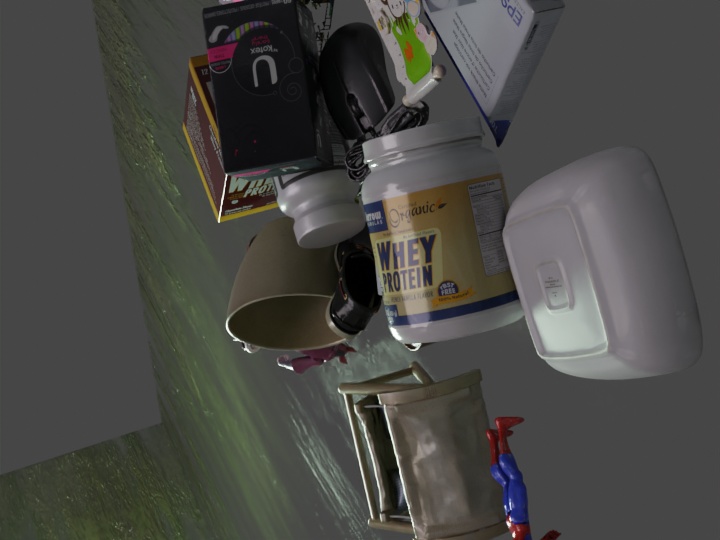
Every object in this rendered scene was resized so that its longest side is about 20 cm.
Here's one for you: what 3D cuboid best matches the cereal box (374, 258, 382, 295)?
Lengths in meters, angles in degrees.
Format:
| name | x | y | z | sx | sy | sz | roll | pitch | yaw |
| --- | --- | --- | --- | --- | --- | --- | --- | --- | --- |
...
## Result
| name | x | y | z | sx | sy | sz | roll | pitch | yaw |
| --- | --- | --- | --- | --- | --- | --- | --- | --- | --- |
| cereal box | 0.080 | -0.037 | 1.194 | 0.199 | 0.039 | 0.146 | 8 | 106 | 58 |

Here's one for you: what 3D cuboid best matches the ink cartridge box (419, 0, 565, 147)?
| name | x | y | z | sx | sy | sz | roll | pitch | yaw |
| --- | --- | --- | --- | --- | --- | --- | --- | --- | --- |
| ink cartridge box | 0.109 | -0.253 | 1.028 | 0.201 | 0.040 | 0.201 | 107 | 142 | -56 |

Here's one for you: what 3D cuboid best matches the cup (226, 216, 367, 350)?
| name | x | y | z | sx | sy | sz | roll | pitch | yaw |
| --- | --- | --- | --- | --- | --- | --- | --- | --- | --- |
| cup | -0.092 | 0.010 | 1.483 | 0.201 | 0.197 | 0.145 | 117 | 152 | -61 |

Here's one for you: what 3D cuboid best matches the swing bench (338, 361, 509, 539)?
| name | x | y | z | sx | sy | sz | roll | pitch | yaw |
| --- | --- | --- | --- | --- | --- | --- | --- | --- | --- |
| swing bench | 0.080 | 0.232 | 1.329 | 0.200 | 0.128 | 0.202 | 177 | 79 | -69 |

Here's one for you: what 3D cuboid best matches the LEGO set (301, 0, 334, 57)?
| name | x | y | z | sx | sy | sz | roll | pitch | yaw |
| --- | --- | --- | --- | --- | --- | --- | --- | --- | --- |
| LEGO set | -0.112 | -0.343 | 1.415 | 0.201 | 0.114 | 0.155 | 105 | 147 | -45 |

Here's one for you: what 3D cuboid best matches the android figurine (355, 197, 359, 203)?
| name | x | y | z | sx | sy | sz | roll | pitch | yaw |
| --- | --- | --- | --- | --- | --- | --- | --- | --- | --- |
| android figurine | -0.044 | -0.072 | 1.563 | 0.201 | 0.041 | 0.183 | 58 | 155 | 31 |

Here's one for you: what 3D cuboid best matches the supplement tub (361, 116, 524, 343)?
| name | x | y | z | sx | sy | sz | roll | pitch | yaw |
| --- | --- | --- | --- | --- | --- | --- | --- | --- | --- |
| supplement tub | 0.080 | -0.040 | 1.039 | 0.144 | 0.142 | 0.203 | 174 | 83 | -69 |

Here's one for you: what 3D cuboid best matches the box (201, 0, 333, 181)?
| name | x | y | z | sx | sy | sz | roll | pitch | yaw |
| --- | --- | --- | --- | --- | --- | --- | --- | --- | --- |
| box | -0.112 | -0.222 | 1.287 | 0.106 | 0.120 | 0.203 | -1 | -98 | -80 |

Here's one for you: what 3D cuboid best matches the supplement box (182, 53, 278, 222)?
| name | x | y | z | sx | sy | sz | roll | pitch | yaw |
| --- | --- | --- | --- | --- | --- | --- | --- | --- | --- |
| supplement box | -0.196 | -0.225 | 1.724 | 0.201 | 0.131 | 0.199 | 114 | 136 | -61 |

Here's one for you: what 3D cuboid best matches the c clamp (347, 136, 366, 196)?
| name | x | y | z | sx | sy | sz | roll | pitch | yaw |
| --- | --- | --- | --- | --- | --- | --- | --- | --- | --- |
| c clamp | -0.015 | -0.200 | 1.415 | 0.170 | 0.027 | 0.203 | -178 | 74 | -69 |

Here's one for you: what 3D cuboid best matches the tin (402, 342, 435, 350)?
| name | x | y | z | sx | sy | sz | roll | pitch | yaw |
| --- | --- | --- | --- | --- | --- | --- | --- | --- | --- |
| tin | 0.068 | 0.006 | 1.331 | 0.112 | 0.041 | 0.202 | 43 | 143 | 49 |

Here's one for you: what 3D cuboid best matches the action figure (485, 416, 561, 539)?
| name | x | y | z | sx | sy | sz | roll | pitch | yaw |
| --- | --- | --- | --- | --- | --- | --- | --- | --- | --- |
| action figure | 0.197 | 0.267 | 1.157 | 0.065 | 0.097 | 0.203 | 106 | 165 | -60 |

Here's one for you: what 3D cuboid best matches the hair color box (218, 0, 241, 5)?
| name | x | y | z | sx | sy | sz | roll | pitch | yaw |
| --- | --- | --- | --- | --- | --- | --- | --- | --- | --- |
| hair color box | -0.092 | -0.388 | 1.295 | 0.198 | 0.060 | 0.101 | 4 | 112 | 33 |

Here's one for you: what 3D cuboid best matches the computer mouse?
| name | x | y | z | sx | sy | sz | roll | pitch | yaw |
| --- | --- | --- | --- | --- | --- | --- | --- | --- | --- |
| computer mouse | -0.003 | -0.223 | 1.266 | 0.138 | 0.052 | 0.202 | -38 | 57 | 32 |

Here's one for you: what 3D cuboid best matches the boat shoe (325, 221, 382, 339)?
| name | x | y | z | sx | sy | sz | roll | pitch | yaw |
| --- | --- | --- | --- | --- | --- | --- | --- | --- | --- |
| boat shoe | 0.002 | 0.001 | 1.390 | 0.063 | 0.073 | 0.203 | -50 | 18 | 36 |

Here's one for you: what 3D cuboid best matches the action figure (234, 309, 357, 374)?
| name | x | y | z | sx | sy | sz | roll | pitch | yaw |
| --- | --- | --- | --- | --- | --- | --- | --- | --- | --- |
| action figure | -0.089 | 0.092 | 1.629 | 0.136 | 0.198 | 0.149 | -68 | 16 | -4 |

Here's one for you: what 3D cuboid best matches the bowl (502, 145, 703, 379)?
| name | x | y | z | sx | sy | sz | roll | pitch | yaw |
| --- | --- | --- | --- | --- | --- | --- | --- | --- | --- |
| bowl | 0.200 | 0.004 | 0.929 | 0.200 | 0.074 | 0.203 | -18 | 88 | 69 |

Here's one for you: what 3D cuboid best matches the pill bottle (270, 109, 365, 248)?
| name | x | y | z | sx | sy | sz | roll | pitch | yaw |
| --- | --- | --- | --- | --- | --- | --- | --- | --- | --- |
| pill bottle | -0.066 | -0.140 | 1.393 | 0.116 | 0.114 | 0.203 | 129 | 127 | -66 |

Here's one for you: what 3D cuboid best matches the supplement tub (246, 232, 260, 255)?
| name | x | y | z | sx | sy | sz | roll | pitch | yaw |
| --- | --- | --- | --- | --- | --- | --- | --- | --- | --- |
| supplement tub | -0.142 | 0.035 | 1.809 | 0.107 | 0.106 | 0.202 | -126 | 28 | -43 |

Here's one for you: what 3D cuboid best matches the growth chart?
| name | x | y | z | sx | sy | sz | roll | pitch | yaw |
| --- | --- | --- | --- | --- | --- | --- | --- | --- | --- |
| growth chart | 0.035 | -0.278 | 1.146 | 0.202 | 0.018 | 0.145 | 65 | 165 | 8 |
